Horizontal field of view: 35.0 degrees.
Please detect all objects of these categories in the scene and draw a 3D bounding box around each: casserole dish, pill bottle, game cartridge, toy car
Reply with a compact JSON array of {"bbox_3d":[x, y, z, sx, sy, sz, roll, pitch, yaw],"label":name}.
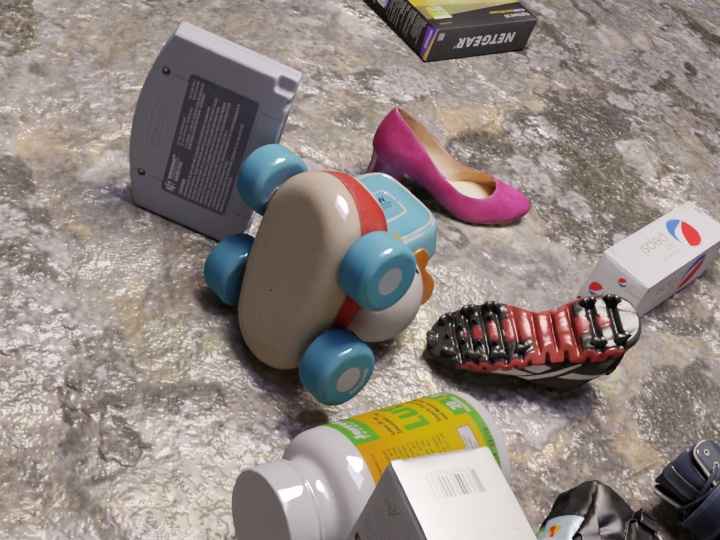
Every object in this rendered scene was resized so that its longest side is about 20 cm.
[{"bbox_3d":[0.001,-0.045,1.153,0.121,0.039,0.199,43,41,21],"label":"casserole dish"},{"bbox_3d":[0.008,0.165,0.859,0.198,0.112,0.111,-11,50,-36],"label":"pill bottle"},{"bbox_3d":[-0.141,-0.123,1.036,0.132,0.201,0.041,21,41,-5],"label":"game cartridge"},{"bbox_3d":[0.000,0.000,1.014,0.199,0.178,0.184,-1,32,-46],"label":"toy car"}]

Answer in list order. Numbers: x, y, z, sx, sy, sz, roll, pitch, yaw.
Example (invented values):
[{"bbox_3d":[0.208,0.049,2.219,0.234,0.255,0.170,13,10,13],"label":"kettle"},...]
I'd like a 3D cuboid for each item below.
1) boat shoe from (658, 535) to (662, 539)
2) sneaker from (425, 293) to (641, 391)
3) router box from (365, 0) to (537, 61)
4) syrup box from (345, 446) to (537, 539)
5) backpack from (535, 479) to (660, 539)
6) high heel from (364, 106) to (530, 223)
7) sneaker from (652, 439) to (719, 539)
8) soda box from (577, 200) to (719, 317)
[{"bbox_3d":[0.155,0.239,0.886,0.198,0.072,0.063,3,46,-22],"label":"boat shoe"},{"bbox_3d":[0.161,0.075,1.078,0.198,0.098,0.071,-4,55,1],"label":"sneaker"},{"bbox_3d":[0.121,-0.361,1.563,0.199,0.052,0.158,-16,54,-39],"label":"router box"},{"bbox_3d":[0.031,0.211,0.747,0.078,0.201,0.082,-3,47,-30],"label":"syrup box"},{"bbox_3d":[0.145,0.275,0.771,0.163,0.153,0.200,46,37,-10],"label":"backpack"},{"bbox_3d":[0.106,-0.115,1.241,0.198,0.096,0.068,16,39,-10],"label":"high heel"},{"bbox_3d":[0.308,0.231,0.959,0.146,0.077,0.202,41,30,3],"label":"sneaker"},{"bbox_3d":[0.326,-0.008,1.258,0.064,0.068,0.199,42,42,21],"label":"soda box"}]
